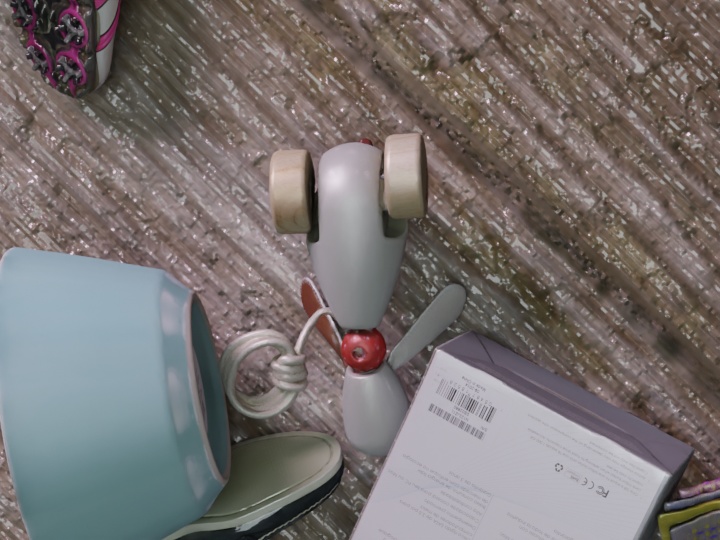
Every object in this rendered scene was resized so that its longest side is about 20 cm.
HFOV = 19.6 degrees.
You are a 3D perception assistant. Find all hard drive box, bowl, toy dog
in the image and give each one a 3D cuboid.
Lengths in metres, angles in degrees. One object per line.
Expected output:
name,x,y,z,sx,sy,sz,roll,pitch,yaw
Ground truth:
hard drive box,0.081,0.161,1.231,0.155,0.077,0.201,29,105,14
bowl,-0.137,0.077,1.219,0.104,0.201,0.202,-10,95,3
toy dog,0.000,0.000,1.253,0.131,0.096,0.201,17,114,3

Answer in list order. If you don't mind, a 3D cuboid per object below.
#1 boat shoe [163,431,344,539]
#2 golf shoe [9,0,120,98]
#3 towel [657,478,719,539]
boat shoe,-0.093,0.166,1.287,0.198,0.075,0.066,-27,120,2
golf shoe,-0.161,-0.201,1.246,0.072,0.092,0.201,22,124,35
towel,0.273,0.168,1.212,0.199,0.023,0.144,-10,125,0
